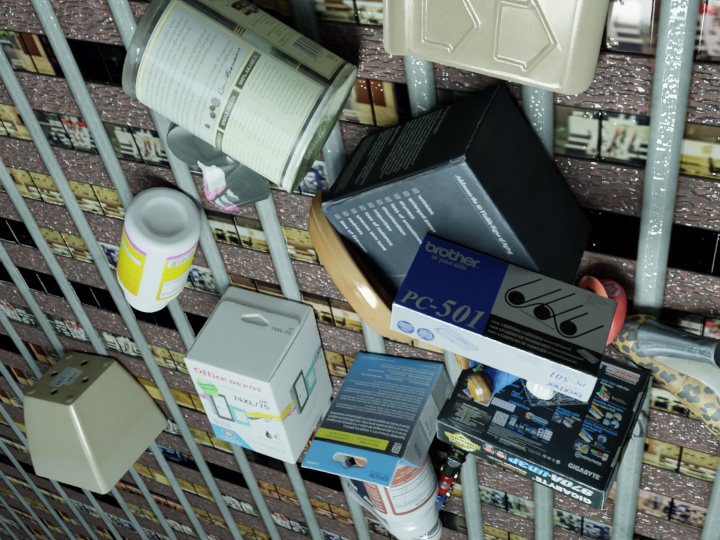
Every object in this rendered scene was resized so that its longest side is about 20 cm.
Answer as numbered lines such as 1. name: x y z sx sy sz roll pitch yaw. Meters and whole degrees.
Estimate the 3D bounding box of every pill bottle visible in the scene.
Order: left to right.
1. pill bottle: -0.290 -0.021 1.281 0.103 0.105 0.201 31 143 -1
2. pill bottle: 0.056 0.308 1.386 0.110 0.112 0.203 2 125 33

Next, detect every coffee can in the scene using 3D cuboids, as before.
1. coffee can: -0.121 -0.193 0.926 0.198 0.147 0.147 31 144 0

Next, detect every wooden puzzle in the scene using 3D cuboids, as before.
1. wooden puzzle: 0.117 -0.254 0.779 0.196 0.047 0.187 14 141 14

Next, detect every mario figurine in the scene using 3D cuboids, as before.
1. mario figurine: 0.198 0.060 0.981 0.106 0.197 0.125 -137 22 -80

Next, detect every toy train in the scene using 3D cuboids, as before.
1. toy train: 0.137 0.333 1.437 0.034 0.046 0.202 22 143 10

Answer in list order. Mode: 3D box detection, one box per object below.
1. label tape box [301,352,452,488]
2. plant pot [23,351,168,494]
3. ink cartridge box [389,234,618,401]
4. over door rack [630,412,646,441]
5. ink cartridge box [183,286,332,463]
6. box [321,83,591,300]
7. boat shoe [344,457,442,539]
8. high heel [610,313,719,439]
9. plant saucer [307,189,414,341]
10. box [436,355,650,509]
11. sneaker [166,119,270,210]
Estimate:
1. label tape box: 0.026 0.215 1.249 0.141 0.202 0.067 4 139 31
2. plant pot: -0.521 0.272 1.722 0.197 0.200 0.180 6 127 29
3. ink cartridge box: 0.136 0.043 0.861 0.197 0.095 0.045 20 143 13
4. over door rack: 0.243 0.181 1.155 0.197 0.068 0.147 20 148 -23
5. ink cartridge box: -0.146 0.154 1.345 0.144 0.147 0.202 13 140 22
6. box: 0.102 -0.055 0.948 0.194 0.125 0.201 -12 127 44
7. boat shoe: 0.048 0.374 1.500 0.198 0.075 0.094 23 142 35
8. high heel: 0.366 0.124 1.036 0.141 0.072 0.201 14 149 46
9. plant saucer: 0.000 0.000 1.039 0.037 0.201 0.201 -34 115 11
10. box: 0.204 0.152 1.012 0.197 0.160 0.046 19 147 23
11. sneaker: -0.163 -0.150 1.076 0.079 0.088 0.201 -13 151 8
